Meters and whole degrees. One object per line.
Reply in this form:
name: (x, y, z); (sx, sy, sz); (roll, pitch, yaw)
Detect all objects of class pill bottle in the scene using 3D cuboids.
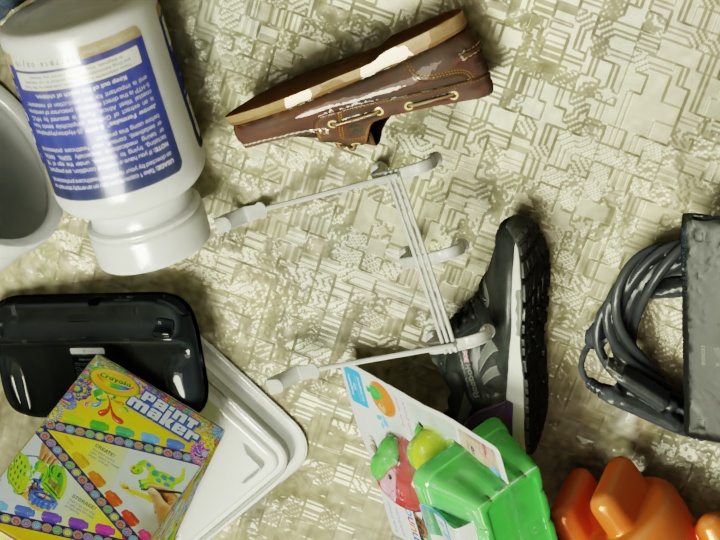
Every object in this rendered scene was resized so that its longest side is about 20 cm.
pill bottle: (-0.181, -0.104, 1.575); (0.120, 0.120, 0.200); (-7, 115, 19)

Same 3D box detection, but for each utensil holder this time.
utensil holder: (-0.355, -0.040, 1.632); (0.200, 0.170, 0.170); (-35, 104, 30)

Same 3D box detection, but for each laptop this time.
laptop: (0.343, 0.038, 1.539); (0.200, 0.103, 0.177); (7, 112, 30)

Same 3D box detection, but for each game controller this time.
game controller: (-0.211, 0.070, 1.702); (0.200, 0.042, 0.104); (-1, 114, 30)

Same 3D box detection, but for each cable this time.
cable: (0.273, 0.056, 1.585); (0.200, 0.051, 0.163); (24, 114, -3)

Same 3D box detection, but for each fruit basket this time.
fruit basket: (0.059, 0.175, 1.638); (0.200, 0.094, 0.185); (21, 137, 44)

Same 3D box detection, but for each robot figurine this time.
robot figurine: (0.225, 0.242, 1.654); (0.144, 0.117, 0.200); (-33, 108, -3)

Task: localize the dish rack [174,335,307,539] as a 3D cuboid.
dish rack: (-0.162, 0.153, 1.755); (0.172, 0.044, 0.200); (43, 121, -10)

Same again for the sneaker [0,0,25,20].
sneaker: (-0.337, -0.248, 1.565); (0.202, 0.077, 0.146); (45, 117, -12)

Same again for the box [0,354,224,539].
box: (-0.222, 0.212, 1.651); (0.122, 0.193, 0.200); (30, 134, 4)

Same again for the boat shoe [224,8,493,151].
boat shoe: (-0.001, -0.122, 1.544); (0.200, 0.070, 0.070); (-18, 108, 23)

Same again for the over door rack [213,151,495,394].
over door rack: (0.000, 0.000, 1.601); (0.200, 0.067, 0.148); (-14, 97, 36)

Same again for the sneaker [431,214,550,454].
sneaker: (0.093, 0.050, 1.613); (0.087, 0.076, 0.200); (9, 120, 18)
